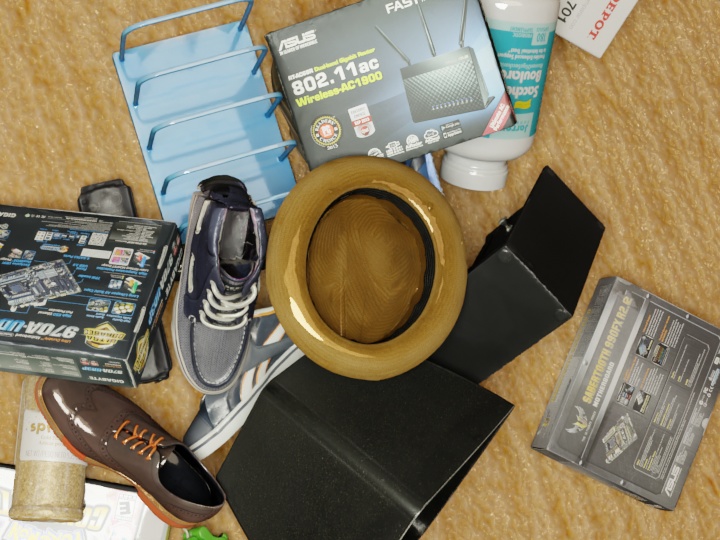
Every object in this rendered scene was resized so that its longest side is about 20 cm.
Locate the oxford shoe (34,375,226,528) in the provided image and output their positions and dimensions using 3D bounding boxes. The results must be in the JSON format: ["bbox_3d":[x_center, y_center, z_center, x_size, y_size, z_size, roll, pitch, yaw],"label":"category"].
[{"bbox_3d":[-0.199,0.150,1.037,0.200,0.072,0.071,41,55,-16],"label":"oxford shoe"}]

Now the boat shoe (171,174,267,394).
[{"bbox_3d":[-0.122,0.023,1.017,0.074,0.093,0.201,-2,104,-17],"label":"boat shoe"}]

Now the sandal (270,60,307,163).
[{"bbox_3d":[-0.035,-0.141,1.170,0.081,0.055,0.201,-23,83,-23],"label":"sandal"}]

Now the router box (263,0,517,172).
[{"bbox_3d":[0.029,-0.177,1.072,0.199,0.062,0.151,-18,99,7],"label":"router box"}]

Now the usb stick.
[{"bbox_3d":[-0.228,0.013,1.128,0.055,0.033,0.201,-13,89,-6],"label":"usb stick"}]

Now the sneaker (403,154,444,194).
[{"bbox_3d":[0.035,-0.092,1.179,0.078,0.066,0.201,-17,90,-11],"label":"sneaker"}]

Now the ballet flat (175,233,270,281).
[{"bbox_3d":[-0.110,-0.025,1.143,0.199,0.066,0.057,-12,88,-21],"label":"ballet flat"}]

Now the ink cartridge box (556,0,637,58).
[{"bbox_3d":[0.199,-0.335,1.199,0.199,0.086,0.147,28,111,-8],"label":"ink cartridge box"}]

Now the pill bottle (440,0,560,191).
[{"bbox_3d":[0.128,-0.185,1.161,0.110,0.111,0.201,2,114,-13],"label":"pill bottle"}]

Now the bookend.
[{"bbox_3d":[0.128,0.020,1.165,0.092,0.199,0.200,46,33,-6],"label":"bookend"}]

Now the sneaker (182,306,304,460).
[{"bbox_3d":[-0.114,0.090,1.125,0.079,0.078,0.200,46,70,-9],"label":"sneaker"}]

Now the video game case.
[{"bbox_3d":[-0.288,0.284,1.095,0.199,0.025,0.182,12,83,-12],"label":"video game case"}]

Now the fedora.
[{"bbox_3d":[0.000,0.000,1.052,0.200,0.082,0.202,3,79,-15],"label":"fedora"}]

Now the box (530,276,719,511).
[{"bbox_3d":[0.290,0.129,1.227,0.158,0.048,0.201,25,80,-9],"label":"box"}]

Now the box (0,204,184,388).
[{"bbox_3d":[-0.275,0.018,1.041,0.199,0.046,0.159,6,50,7],"label":"box"}]

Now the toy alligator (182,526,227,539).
[{"bbox_3d":[-0.135,0.281,1.115,0.201,0.059,0.054,61,36,-6],"label":"toy alligator"}]

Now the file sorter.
[{"bbox_3d":[-0.141,-0.141,1.114,0.138,0.123,0.201,-17,90,-13],"label":"file sorter"}]

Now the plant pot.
[{"bbox_3d":[-0.009,0.174,1.063,0.177,0.200,0.200,39,36,13],"label":"plant pot"}]

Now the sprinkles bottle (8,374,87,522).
[{"bbox_3d":[-0.280,0.129,1.073,0.068,0.068,0.201,5,75,-12],"label":"sprinkles bottle"}]
